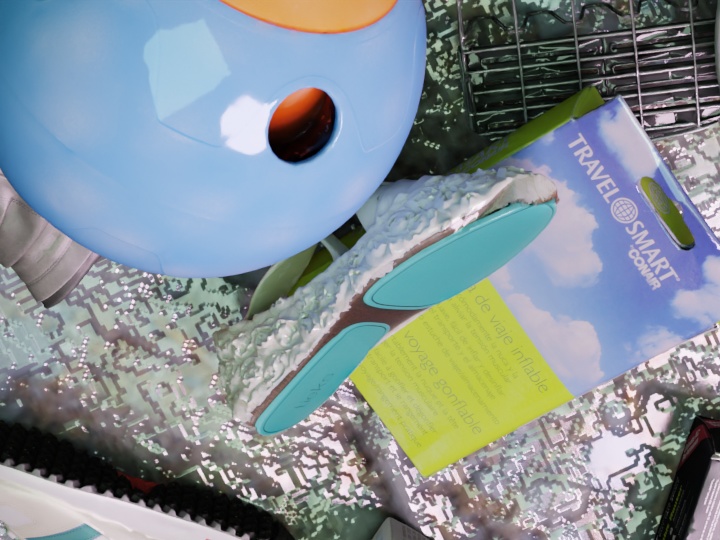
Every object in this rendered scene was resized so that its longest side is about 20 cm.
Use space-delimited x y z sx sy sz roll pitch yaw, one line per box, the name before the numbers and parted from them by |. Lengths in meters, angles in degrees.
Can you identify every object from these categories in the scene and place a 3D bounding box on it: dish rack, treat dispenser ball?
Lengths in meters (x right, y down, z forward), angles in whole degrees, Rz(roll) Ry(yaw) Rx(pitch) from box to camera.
dish rack | 0.108 -0.157 1.047 0.152 0.055 0.201 -6 107 4
treat dispenser ball | -0.071 -0.098 0.974 0.199 0.201 0.202 0 105 0

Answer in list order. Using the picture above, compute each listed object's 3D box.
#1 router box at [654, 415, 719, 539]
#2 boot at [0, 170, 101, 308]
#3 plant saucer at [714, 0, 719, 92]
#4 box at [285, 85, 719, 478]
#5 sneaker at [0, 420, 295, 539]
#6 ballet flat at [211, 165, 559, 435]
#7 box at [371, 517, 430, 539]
router box | 0.213 0.187 1.134 0.149 0.062 0.201 16 105 -4
boot | -0.192 -0.022 1.081 0.131 0.068 0.200 41 103 -16
plant saucer | 0.246 -0.118 1.042 0.199 0.050 0.202 -5 106 -18
box | 0.077 0.004 1.061 0.199 0.048 0.122 -30 104 29
sneaker | -0.135 0.143 1.119 0.198 0.070 0.094 19 99 -7
ballet flat | 0.000 0.000 1.026 0.072 0.072 0.200 45 119 -11
box | 0.002 0.245 1.125 0.101 0.113 0.201 32 104 -9
